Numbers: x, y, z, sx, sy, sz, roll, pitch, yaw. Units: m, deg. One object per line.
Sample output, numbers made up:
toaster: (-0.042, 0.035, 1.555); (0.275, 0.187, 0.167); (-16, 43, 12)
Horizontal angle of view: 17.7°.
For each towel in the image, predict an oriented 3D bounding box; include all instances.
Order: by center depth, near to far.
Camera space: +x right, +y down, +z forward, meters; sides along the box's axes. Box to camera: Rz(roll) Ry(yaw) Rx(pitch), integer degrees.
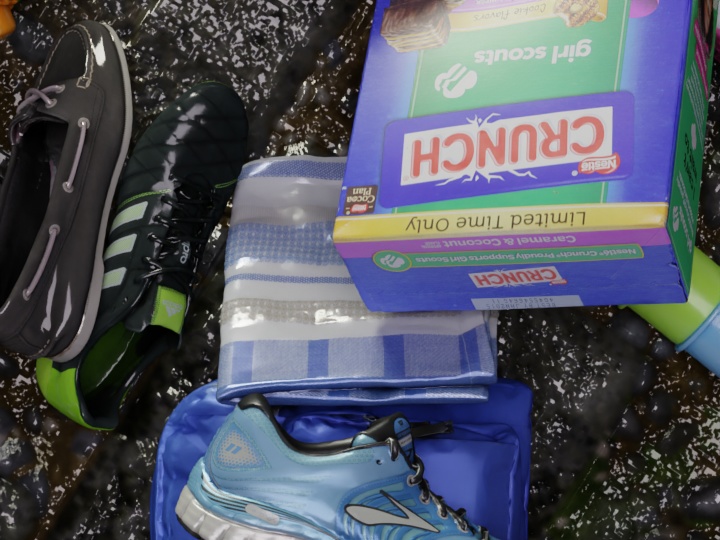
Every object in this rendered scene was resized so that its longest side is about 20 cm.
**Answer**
towel: (0.000, 0.000, 1.215); (0.147, 0.200, 0.024); (-1, 128, 3)

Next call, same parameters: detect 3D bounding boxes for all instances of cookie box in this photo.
cookie box: (0.088, -0.083, 1.163); (0.171, 0.075, 0.200); (-2, 58, 20)

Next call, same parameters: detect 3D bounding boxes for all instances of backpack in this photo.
backpack: (-0.012, 0.121, 1.210); (0.200, 0.168, 0.163); (3, 82, 1)

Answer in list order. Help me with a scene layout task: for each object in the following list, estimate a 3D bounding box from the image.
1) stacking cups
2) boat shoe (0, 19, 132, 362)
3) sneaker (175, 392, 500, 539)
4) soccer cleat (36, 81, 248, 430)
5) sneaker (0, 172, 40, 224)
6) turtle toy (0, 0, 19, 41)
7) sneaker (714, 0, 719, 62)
stacking cups: (0.203, 0.037, 1.260); (0.200, 0.061, 0.061); (41, 89, 2)
boat shoe: (-0.167, -0.051, 1.239); (0.057, 0.067, 0.200); (21, 63, -39)
sneaker: (0.018, 0.114, 1.087); (0.200, 0.078, 0.090); (20, 87, -4)
soccer cleat: (-0.108, -0.005, 1.246); (0.068, 0.081, 0.200); (24, 98, -36)
sneaker: (-0.269, -0.085, 1.275); (0.104, 0.060, 0.200); (-33, 93, 1)
turtle toy: (-0.256, -0.175, 1.237); (0.200, 0.146, 0.101); (3, 128, -12)
sneaker: (0.222, -0.151, 1.264); (0.088, 0.081, 0.200); (-42, 94, -5)
